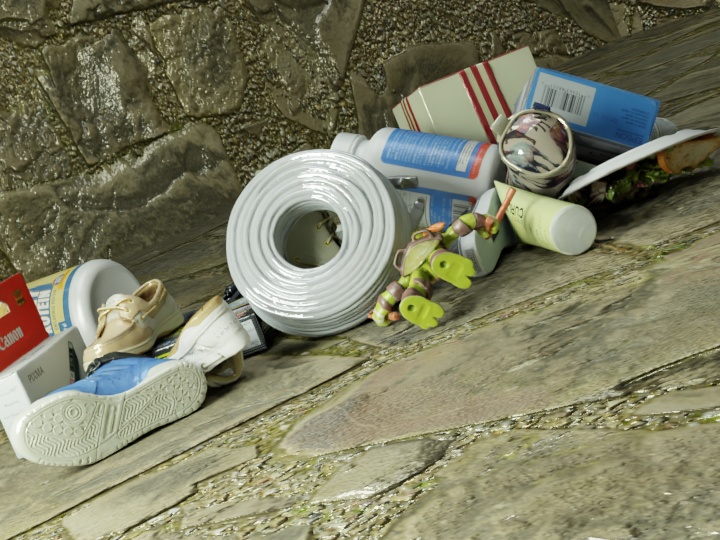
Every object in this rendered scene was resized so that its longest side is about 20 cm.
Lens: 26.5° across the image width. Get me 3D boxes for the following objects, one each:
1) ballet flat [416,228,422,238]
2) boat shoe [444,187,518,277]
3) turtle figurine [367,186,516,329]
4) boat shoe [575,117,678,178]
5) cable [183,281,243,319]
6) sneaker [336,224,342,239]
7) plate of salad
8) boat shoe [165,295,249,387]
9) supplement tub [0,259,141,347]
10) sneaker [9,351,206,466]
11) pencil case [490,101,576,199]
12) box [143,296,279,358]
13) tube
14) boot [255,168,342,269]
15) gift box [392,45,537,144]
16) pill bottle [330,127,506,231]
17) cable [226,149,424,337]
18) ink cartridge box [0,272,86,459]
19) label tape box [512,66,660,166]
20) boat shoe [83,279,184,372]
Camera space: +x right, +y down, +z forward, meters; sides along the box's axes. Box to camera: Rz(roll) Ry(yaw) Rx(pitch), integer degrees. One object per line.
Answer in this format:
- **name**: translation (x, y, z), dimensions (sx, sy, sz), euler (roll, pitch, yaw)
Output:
- **ballet flat**: translation (0.000, 0.000, 1.771), dimensions (0.200, 0.067, 0.067), euler (-24, 24, -25)
- **boat shoe**: translation (0.123, -0.035, 1.671), dimensions (0.066, 0.070, 0.200), euler (-17, 17, 22)
- **turtle figurine**: translation (0.076, -0.012, 1.503), dimensions (0.200, 0.064, 0.161), euler (-39, 12, 9)
- **boat shoe**: translation (0.323, -0.153, 1.938), dimensions (0.071, 0.070, 0.201), euler (-4, -4, -32)
- **cable**: translation (-0.147, 0.035, 1.952), dimensions (0.163, 0.051, 0.200), euler (-26, 10, -25)
- **sneaker**: translation (-0.052, -0.007, 1.846), dimensions (0.199, 0.078, 0.086), euler (-3, 20, -16)
- **plate of salad**: translation (0.300, -0.101, 1.643), dimensions (0.200, 0.048, 0.200), euler (-24, -5, -2)
- **boat shoe**: translation (-0.155, 0.091, 1.571), dimensions (0.071, 0.069, 0.200), euler (-46, -3, -21)
- **supplement tub**: translation (-0.385, 0.077, 1.969), dimensions (0.200, 0.145, 0.145), euler (-18, 9, 28)
- **sneaker**: translation (-0.260, 0.134, 1.500), dimensions (0.200, 0.077, 0.111), euler (-22, 13, -30)
- **pencil case**: translation (0.192, -0.119, 1.670), dimensions (0.078, 0.089, 0.200), euler (-45, -13, -2)
- **box**: translation (-0.190, 0.085, 1.765), dimensions (0.200, 0.044, 0.160), euler (-20, 9, 11)
- **tube**: translation (0.186, -0.051, 1.599), dimensions (0.052, 0.058, 0.200), euler (16, 4, -16)
- **boot**: translation (-0.036, -0.044, 1.701), dimensions (0.199, 0.155, 0.072), euler (1, -10, 24)
- **gift box**: translation (0.155, -0.160, 1.938), dimensions (0.184, 0.187, 0.200), euler (-23, 2, -6)
- **pill bottle**: translation (0.065, -0.109, 1.812), dimensions (0.199, 0.113, 0.112), euler (12, 19, 16)
- **cable**: translation (-0.045, -0.030, 1.621), dimensions (0.199, 0.201, 0.069), euler (10, -14, 19)
- **ink cartridge box**: translation (-0.359, 0.095, 1.681), dimensions (0.043, 0.174, 0.200), euler (-20, 9, 12)
- **label tape box**: translation (0.249, -0.165, 1.760), dimensions (0.144, 0.063, 0.200), euler (16, -7, 0)
- **boat shoe**: translation (-0.266, 0.059, 1.724), dimensions (0.074, 0.069, 0.200), euler (-20, 8, 18)
